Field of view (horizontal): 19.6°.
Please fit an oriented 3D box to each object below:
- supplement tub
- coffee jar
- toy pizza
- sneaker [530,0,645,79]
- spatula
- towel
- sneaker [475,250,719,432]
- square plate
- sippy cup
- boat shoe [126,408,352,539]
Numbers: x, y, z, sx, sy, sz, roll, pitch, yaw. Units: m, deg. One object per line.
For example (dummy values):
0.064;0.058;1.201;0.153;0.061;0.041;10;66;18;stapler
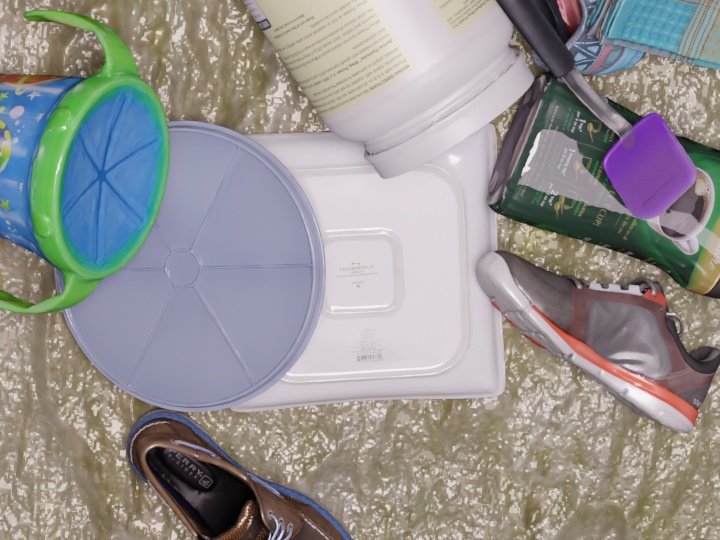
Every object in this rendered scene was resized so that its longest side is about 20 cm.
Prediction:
0.009;-0.176;1.364;0.145;0.145;0.200;-33;101;4;supplement tub
0.195;-0.053;1.426;0.200;0.085;0.104;22;92;-6;coffee jar
-0.116;-0.003;1.433;0.200;0.032;0.201;2;97;17;toy pizza
0.131;-0.222;1.371;0.095;0.079;0.200;-21;97;-35;sneaker
0.145;-0.117;1.351;0.057;0.021;0.200;-44;102;-12;spatula
0.258;-0.196;1.371;0.200;0.022;0.147;9;121;-33;towel
0.168;0.031;1.454;0.200;0.077;0.082;35;87;-20;sneaker
0.000;0.000;1.457;0.200;0.028;0.198;-3;101;-2;square plate
-0.215;-0.073;1.376;0.130;0.140;0.178;13;61;25;sippy cup
-0.083;0.178;1.464;0.200;0.072;0.072;35;98;-8;boat shoe
